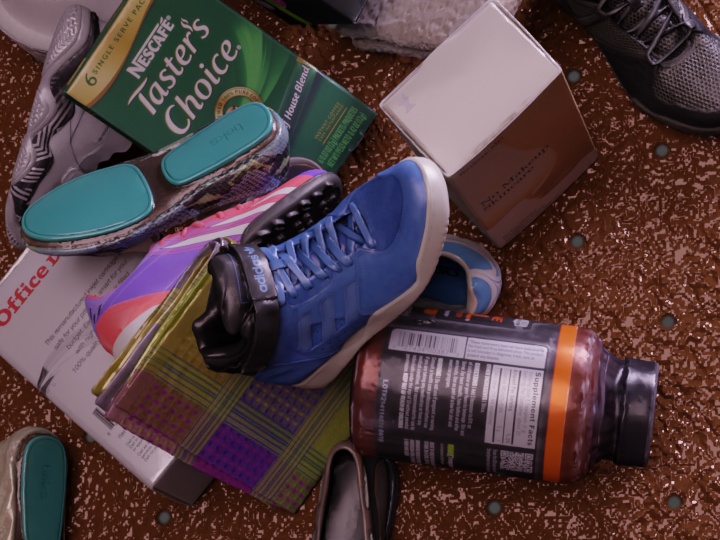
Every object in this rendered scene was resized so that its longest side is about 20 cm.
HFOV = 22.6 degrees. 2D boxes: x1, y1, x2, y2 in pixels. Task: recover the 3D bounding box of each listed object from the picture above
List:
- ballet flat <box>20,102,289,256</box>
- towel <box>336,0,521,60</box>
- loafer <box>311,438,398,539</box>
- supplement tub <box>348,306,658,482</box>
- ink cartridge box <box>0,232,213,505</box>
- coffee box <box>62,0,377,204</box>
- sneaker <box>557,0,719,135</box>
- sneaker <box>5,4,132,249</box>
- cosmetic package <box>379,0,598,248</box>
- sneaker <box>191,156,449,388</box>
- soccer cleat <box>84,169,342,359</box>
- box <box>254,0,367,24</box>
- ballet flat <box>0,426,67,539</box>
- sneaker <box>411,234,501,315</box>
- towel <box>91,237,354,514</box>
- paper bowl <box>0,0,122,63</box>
[{"bbox_3d":[-0.138,-0.048,1.266,0.199,0.074,0.074,-23,70,1],"label":"ballet flat"},{"bbox_3d":[0.065,-0.211,1.292,0.133,0.034,0.200,-60,30,-4],"label":"towel"},{"bbox_3d":[-0.014,0.215,1.239,0.072,0.063,0.201,-1,75,17],"label":"loafer"},{"bbox_3d":[0.097,0.084,1.210,0.199,0.107,0.107,7,77,8],"label":"supplement tub"},{"bbox_3d":[-0.162,0.050,1.318,0.200,0.084,0.146,38,87,22],"label":"ink cartridge box"},{"bbox_3d":[-0.103,-0.122,1.313,0.200,0.044,0.123,36,88,-13],"label":"coffee box"},{"bbox_3d":[0.192,-0.179,1.255,0.076,0.114,0.200,-39,70,6],"label":"sneaker"},{"bbox_3d":[-0.198,-0.094,1.368,0.114,0.075,0.201,16,113,-11],"label":"sneaker"},{"bbox_3d":[0.091,-0.093,1.213,0.105,0.200,0.071,-43,72,3],"label":"cosmetic package"},{"bbox_3d":[-0.033,0.001,1.134,0.200,0.111,0.077,-50,47,39],"label":"sneaker"},{"bbox_3d":[-0.102,-0.013,1.246,0.200,0.068,0.073,-40,61,-6],"label":"soccer cleat"},{"bbox_3d":[-0.077,-0.280,1.300,0.200,0.148,0.125,32,85,-21],"label":"box"},{"bbox_3d":[-0.249,0.216,1.325,0.062,0.067,0.201,-14,65,43],"label":"ballet flat"},{"bbox_3d":[0.000,0.000,1.275,0.199,0.072,0.072,5,102,12],"label":"sneaker"},{"bbox_3d":[-0.075,0.074,1.235,0.144,0.200,0.023,-55,40,0],"label":"towel"},{"bbox_3d":[-0.214,-0.261,1.410,0.200,0.104,0.202,-4,75,16],"label":"paper bowl"}]
